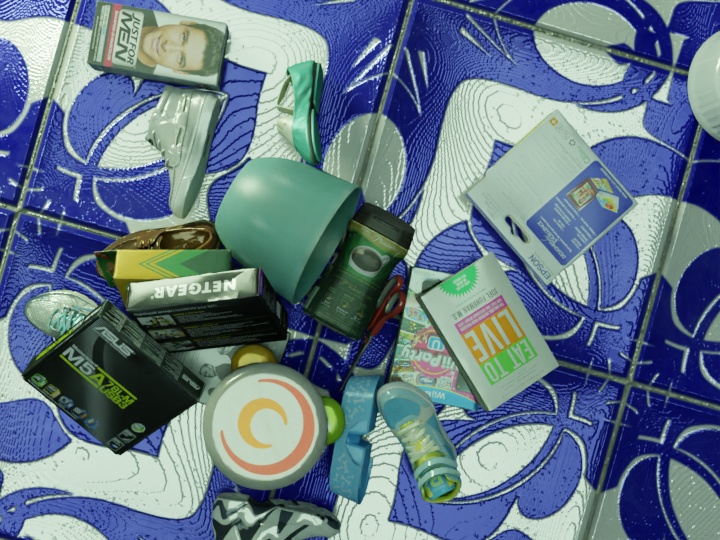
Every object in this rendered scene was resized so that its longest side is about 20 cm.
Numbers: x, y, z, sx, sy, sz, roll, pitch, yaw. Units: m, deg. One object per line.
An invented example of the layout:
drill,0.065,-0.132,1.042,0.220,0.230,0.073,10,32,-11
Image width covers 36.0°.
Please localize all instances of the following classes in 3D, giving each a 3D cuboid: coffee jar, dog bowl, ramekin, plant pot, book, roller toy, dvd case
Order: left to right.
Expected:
dvd case,-0.226,0.134,1.721,0.200,0.025,0.151,20,89,-2
roller toy,-0.143,0.227,1.645,0.200,0.140,0.183,38,83,0
plant pot,-0.117,-0.076,1.648,0.161,0.201,0.201,30,89,7
dog bowl,-0.006,0.254,1.693,0.049,0.111,0.200,9,90,10
coffee jar,0.000,0.000,1.701,0.104,0.085,0.200,29,90,-2
book,0.193,0.092,1.674,0.133,0.048,0.200,-32,91,-8
ramekin,0.623,-0.294,1.725,0.200,0.098,0.201,0,90,-2

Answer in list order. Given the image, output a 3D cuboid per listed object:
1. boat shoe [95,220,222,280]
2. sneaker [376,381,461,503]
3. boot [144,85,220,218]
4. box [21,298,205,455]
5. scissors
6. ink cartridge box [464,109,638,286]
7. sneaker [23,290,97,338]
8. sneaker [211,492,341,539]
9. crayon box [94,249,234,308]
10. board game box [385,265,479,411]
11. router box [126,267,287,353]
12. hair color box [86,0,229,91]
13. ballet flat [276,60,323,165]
boat shoe,-0.312,-0.033,1.695,0.200,0.068,0.072,-16,91,-3
sneaker,0.094,0.264,1.649,0.079,0.131,0.200,-31,119,12
boot,-0.285,-0.184,1.702,0.095,0.074,0.200,14,81,3
box,-0.365,0.163,1.635,0.193,0.048,0.200,-33,113,30
scissors,0.015,0.097,1.733,0.014,0.073,0.200,22,114,-27
ink cartridge box,0.296,-0.113,1.738,0.200,0.047,0.198,-41,93,0
sneaker,-0.419,0.080,1.676,0.200,0.086,0.078,17,90,5
sneaker,-0.135,0.421,1.699,0.199,0.079,0.130,8,91,-3
crayon box,-0.287,0.018,1.645,0.200,0.127,0.051,0,64,0
board game box,0.129,0.105,1.719,0.147,0.064,0.200,11,91,-3
router box,-0.220,0.061,1.615,0.200,0.149,0.051,-7,60,10
hair color box,-0.308,-0.343,1.699,0.200,0.061,0.099,9,89,-3
ballet flat,-0.093,-0.235,1.679,0.070,0.067,0.200,-6,56,8
